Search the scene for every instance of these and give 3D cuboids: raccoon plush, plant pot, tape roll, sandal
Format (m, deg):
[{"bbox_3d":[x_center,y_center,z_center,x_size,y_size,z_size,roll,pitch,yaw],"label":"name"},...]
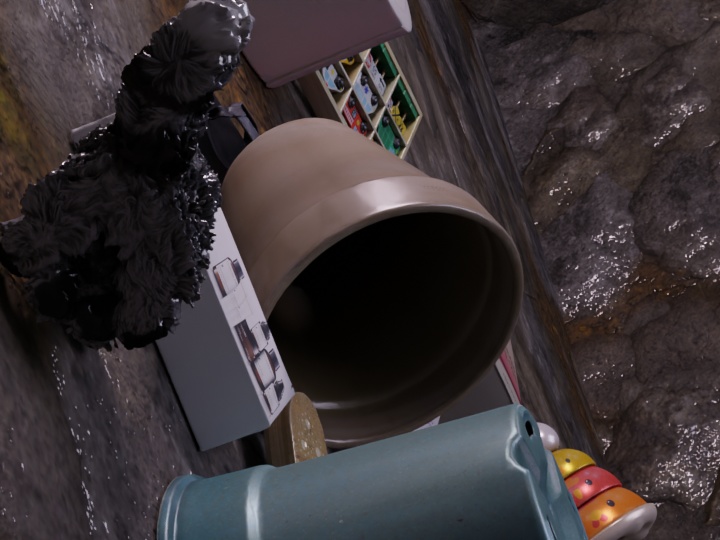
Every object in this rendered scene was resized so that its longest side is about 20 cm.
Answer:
[{"bbox_3d":[-0.091,-0.042,0.899,0.097,0.200,0.134,41,14,-3],"label":"raccoon plush"},{"bbox_3d":[0.021,0.172,0.980,0.200,0.195,0.201,-22,90,-79],"label":"plant pot"},{"bbox_3d":[-0.014,-0.011,1.247,0.174,0.200,0.200,57,-1,44],"label":"plant pot"},{"bbox_3d":[-0.053,-0.282,1.641,0.203,0.139,0.204,-22,90,-80],"label":"tape roll"},{"bbox_3d":[-0.006,0.171,1.133,0.078,0.069,0.213,28,47,-62],"label":"sandal"},{"bbox_3d":[-0.085,-0.087,1.358,0.200,0.043,0.076,55,17,-54],"label":"sandal"}]

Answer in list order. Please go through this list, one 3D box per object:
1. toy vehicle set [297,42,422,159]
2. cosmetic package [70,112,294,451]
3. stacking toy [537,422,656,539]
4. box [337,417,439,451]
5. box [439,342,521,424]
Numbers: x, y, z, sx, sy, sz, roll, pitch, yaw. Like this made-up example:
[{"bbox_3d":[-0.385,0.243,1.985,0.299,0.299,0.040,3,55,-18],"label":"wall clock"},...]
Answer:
[{"bbox_3d":[0.000,-0.180,1.858,0.200,0.026,0.125,60,43,-44],"label":"toy vehicle set"},{"bbox_3d":[-0.102,-0.002,1.086,0.083,0.050,0.201,-55,124,-79],"label":"cosmetic package"},{"bbox_3d":[0.266,0.280,2.330,0.200,0.146,0.146,52,4,20],"label":"stacking toy"},{"bbox_3d":[0.031,0.071,1.450,0.119,0.041,0.201,59,38,-45],"label":"box"},{"bbox_3d":[0.077,0.072,1.697,0.200,0.109,0.128,-94,160,-59],"label":"box"}]
